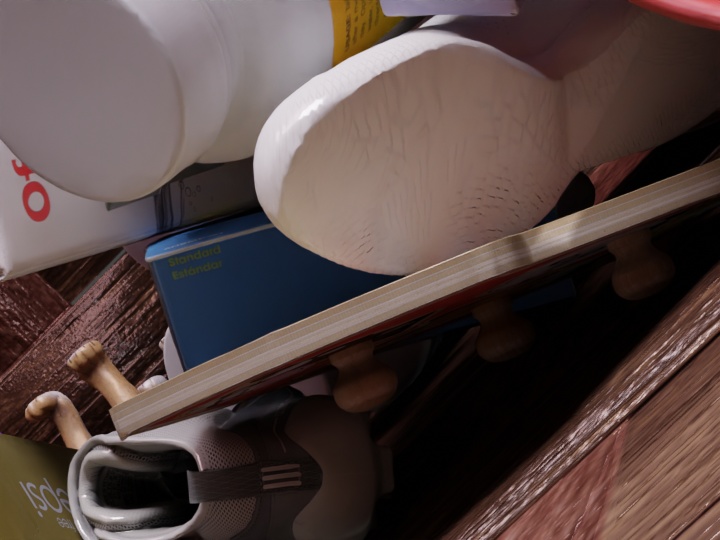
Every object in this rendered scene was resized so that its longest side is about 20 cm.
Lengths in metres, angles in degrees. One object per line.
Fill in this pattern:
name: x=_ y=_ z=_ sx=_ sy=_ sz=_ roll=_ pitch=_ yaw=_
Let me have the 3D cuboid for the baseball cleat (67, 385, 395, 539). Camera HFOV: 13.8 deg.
baseball cleat: x=-0.054 y=0.071 z=1.042 sx=0.106 sy=0.070 sz=0.200 roll=-1 pitch=-10 yaw=-14

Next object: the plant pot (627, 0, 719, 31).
plant pot: x=0.135 y=-0.158 z=0.879 sx=0.200 sy=0.200 sz=0.177 roll=-45 pitch=-8 yaw=8

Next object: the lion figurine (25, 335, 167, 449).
lion figurine: x=-0.076 y=0.090 z=1.315 sx=0.072 sy=0.122 sz=0.200 roll=-45 pitch=-13 yaw=26

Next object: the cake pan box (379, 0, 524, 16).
cake pan box: x=0.036 y=-0.210 z=0.922 sx=0.052 sy=0.200 sz=0.184 roll=2 pitch=41 yaw=21

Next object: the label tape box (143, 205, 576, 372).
label tape box: x=0.000 y=0.000 z=1.088 sx=0.143 sy=0.066 sz=0.200 roll=-15 pitch=4 yaw=-1

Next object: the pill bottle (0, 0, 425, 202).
pill bottle: x=-0.039 y=-0.104 z=0.982 sx=0.113 sy=0.113 sz=0.200 roll=-43 pitch=1 yaw=44

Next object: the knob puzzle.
knob puzzle: x=0.020 y=0.021 z=0.922 sx=0.220 sy=0.030 sz=0.220 roll=-21 pitch=-3 yaw=-1

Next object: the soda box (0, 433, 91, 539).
soda box: x=-0.119 y=0.102 z=1.032 sx=0.068 sy=0.064 sz=0.200 roll=-36 pitch=-17 yaw=10

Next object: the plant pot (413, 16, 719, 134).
plant pot: x=0.090 y=-0.133 z=1.173 sx=0.200 sy=0.200 sz=0.198 roll=-45 pitch=11 yaw=3

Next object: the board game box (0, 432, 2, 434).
board game box: x=-0.151 y=0.143 z=1.279 sx=0.032 sy=0.120 sz=0.200 roll=-45 pitch=3 yaw=14

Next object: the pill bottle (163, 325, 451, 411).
pill bottle: x=-0.003 y=-0.005 z=1.327 sx=0.111 sy=0.111 sz=0.200 roll=-43 pitch=4 yaw=43

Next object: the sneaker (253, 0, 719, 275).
sneaker: x=0.029 y=-0.054 z=0.964 sx=0.200 sy=0.075 sz=0.088 roll=-21 pitch=27 yaw=-40

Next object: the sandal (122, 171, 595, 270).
sandal: x=-0.007 y=-0.037 z=1.230 sx=0.207 sy=0.059 sz=0.079 roll=0 pitch=-37 yaw=-20

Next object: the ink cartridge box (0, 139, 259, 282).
ink cartridge box: x=-0.101 y=-0.080 z=1.059 sx=0.084 sy=0.146 sz=0.200 roll=-11 pitch=6 yaw=40
